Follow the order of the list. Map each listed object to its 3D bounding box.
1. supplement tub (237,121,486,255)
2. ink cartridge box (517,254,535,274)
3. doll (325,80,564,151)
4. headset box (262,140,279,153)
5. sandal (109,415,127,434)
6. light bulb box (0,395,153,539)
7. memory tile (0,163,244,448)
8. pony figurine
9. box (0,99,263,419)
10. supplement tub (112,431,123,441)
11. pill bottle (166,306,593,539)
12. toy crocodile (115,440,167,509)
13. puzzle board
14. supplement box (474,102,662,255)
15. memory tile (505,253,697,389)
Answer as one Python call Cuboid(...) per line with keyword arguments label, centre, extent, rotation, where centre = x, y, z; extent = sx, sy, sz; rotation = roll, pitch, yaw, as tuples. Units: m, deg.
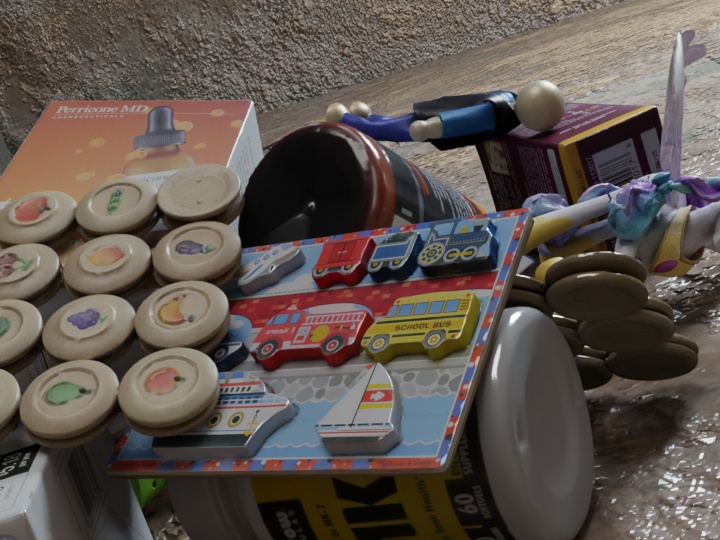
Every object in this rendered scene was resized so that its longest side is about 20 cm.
Cuboid(label="supplement tub", centre=(0.023, -0.011, 0.751), extent=(0.106, 0.108, 0.199), rotation=(-10, -20, 34))
Cuboid(label="ink cartridge box", centre=(0.000, 0.000, 0.905), extent=(0.195, 0.044, 0.199), rotation=(32, 39, 24))
Cuboid(label="doll", centre=(0.071, -0.122, 0.981), extent=(0.198, 0.049, 0.136), rotation=(-2, 9, 29))
Cuboid(label="headset box", centre=(-0.050, -0.012, 1.002), extent=(0.199, 0.076, 0.148), rotation=(33, 43, 27))
Cuboid(label="sandal", centre=(-0.224, 0.118, 0.756), extent=(0.204, 0.060, 0.079), rotation=(-14, 36, -6))
Cuboid(label="light bulb box", centre=(-0.223, 0.168, 0.615), extent=(0.198, 0.126, 0.198), rotation=(-19, 14, -1))
Cuboid(label="memory tile", centre=(-0.139, 0.013, 0.637), extent=(0.151, 0.017, 0.201), rotation=(-5, 40, 5))
Cuboid(label="pony figurine", centre=(0.202, -0.040, 0.809), extent=(0.198, 0.167, 0.194), rotation=(-23, 27, 25))
Cuboid(label="box", centre=(-0.151, -0.013, 0.771), extent=(0.150, 0.107, 0.201), rotation=(0, 39, 10))
Cuboid(label="supplement tub", centre=(-0.288, 0.097, 0.939), extent=(0.198, 0.142, 0.140), rotation=(-22, 14, -7))
Cuboid(label="pill bottle", centre=(0.007, 0.090, 0.611), extent=(0.198, 0.116, 0.114), rotation=(-13, 15, 29))
Cuboid(label="toy crocodile", centre=(-0.201, 0.144, 0.807), extent=(0.199, 0.062, 0.067), rotation=(-7, 19, 45))
Cuboid(label="puzzle board", centre=(-0.023, 0.034, 0.587), extent=(0.198, 0.017, 0.152), rotation=(-8, 42, 35))
Cuboid(label="supplement box", centre=(0.177, -0.074, 0.999), extent=(0.085, 0.112, 0.200), rotation=(-22, 14, -11))
Cuboid(label="memory tile", centre=(0.077, 0.040, 0.673), extent=(0.198, 0.017, 0.153), rotation=(-11, -28, 28))
